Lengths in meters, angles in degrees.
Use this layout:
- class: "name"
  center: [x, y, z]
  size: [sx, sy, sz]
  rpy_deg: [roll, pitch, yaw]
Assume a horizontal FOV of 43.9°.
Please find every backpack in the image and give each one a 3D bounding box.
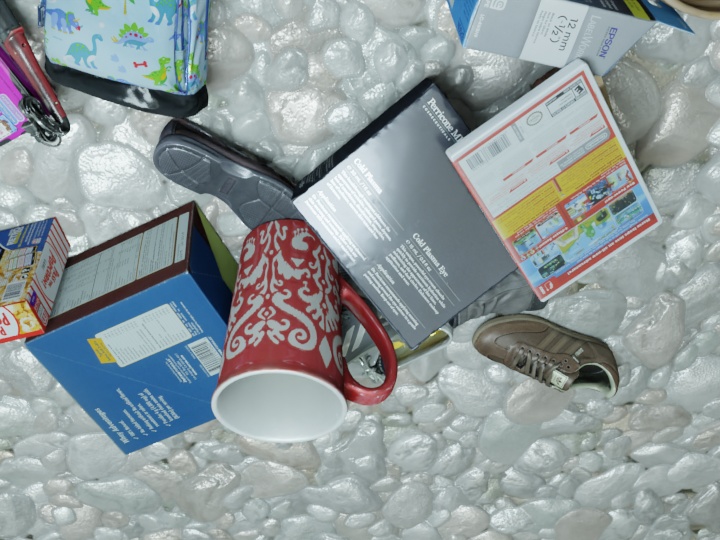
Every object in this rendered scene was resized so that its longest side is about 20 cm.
- class: "backpack"
  center: [-0.205, -0.248, 0.791]
  size: [0.162, 0.154, 0.201]
  rpy_deg: [18, 112, 0]

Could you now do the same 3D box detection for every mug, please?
- class: "mug"
  center: [-0.063, 0.066, 0.934]
  size: [0.177, 0.201, 0.133]
  rpy_deg: [30, 131, -32]

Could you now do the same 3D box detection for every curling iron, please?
- class: "curling iron"
  center: [-0.320, -0.209, 0.819]
  size: [0.025, 0.050, 0.201]
  rpy_deg: [-19, 98, 19]

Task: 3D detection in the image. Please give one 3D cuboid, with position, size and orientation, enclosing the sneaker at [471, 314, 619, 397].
- class: "sneaker"
  center: [0.240, 0.111, 1.131]
  size: [0.198, 0.076, 0.071]
  rpy_deg: [10, 125, -14]

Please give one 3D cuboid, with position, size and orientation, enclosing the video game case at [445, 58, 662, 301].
- class: "video game case"
  center: [0.185, -0.076, 0.831]
  size: [0.142, 0.017, 0.200]
  rpy_deg: [-34, 123, 7]

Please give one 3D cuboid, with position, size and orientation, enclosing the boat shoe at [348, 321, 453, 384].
- class: "boat shoe"
  center: [0.023, 0.106, 1.097]
  size: [0.200, 0.086, 0.075]
  rpy_deg: [-20, 126, 8]

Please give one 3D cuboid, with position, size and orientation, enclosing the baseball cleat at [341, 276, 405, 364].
- class: "baseball cleat"
  center: [-0.016, 0.058, 1.026]
  size: [0.199, 0.070, 0.107]
  rpy_deg: [-24, 107, -6]

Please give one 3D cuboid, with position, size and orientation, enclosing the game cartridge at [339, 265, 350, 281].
- class: "game cartridge"
  center: [0.000, 0.000, 1.050]
  size: [0.198, 0.041, 0.134]
  rpy_deg: [-3, 123, -4]

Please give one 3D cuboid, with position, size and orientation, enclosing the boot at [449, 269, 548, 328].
- class: "boot"
  center: [0.159, -0.018, 1.013]
  size: [0.131, 0.070, 0.201]
  rpy_deg: [-10, 127, -17]

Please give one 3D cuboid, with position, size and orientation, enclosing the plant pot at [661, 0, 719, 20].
- class: "plant pot"
  center: [0.318, -0.332, 0.792]
  size: [0.199, 0.093, 0.202]
  rpy_deg: [-4, 117, -8]

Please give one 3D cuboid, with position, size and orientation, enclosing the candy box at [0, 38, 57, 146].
- class: "candy box"
  center: [-0.418, -0.168, 0.865]
  size: [0.199, 0.061, 0.137]
  rpy_deg: [-24, 125, 11]

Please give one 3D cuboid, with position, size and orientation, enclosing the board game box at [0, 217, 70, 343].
- class: "board game box"
  center: [-0.423, 0.024, 0.950]
  size: [0.198, 0.152, 0.047]
  rpy_deg: [-13, 127, 5]

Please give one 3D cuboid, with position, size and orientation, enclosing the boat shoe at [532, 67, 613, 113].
- class: "boat shoe"
  center: [0.243, -0.132, 0.957]
  size: [0.070, 0.071, 0.201]
  rpy_deg: [-28, 116, 6]

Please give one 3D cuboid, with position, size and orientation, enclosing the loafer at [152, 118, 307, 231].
- class: "loafer"
  center: [-0.123, -0.098, 0.948]
  size: [0.199, 0.063, 0.072]
  rpy_deg: [29, 129, -27]

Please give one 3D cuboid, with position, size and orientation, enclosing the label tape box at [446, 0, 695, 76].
- class: "label tape box"
  center: [0.183, -0.241, 0.821]
  size: [0.198, 0.144, 0.066]
  rpy_deg: [10, 127, -13]

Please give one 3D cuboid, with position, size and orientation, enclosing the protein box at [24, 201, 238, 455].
- class: "protein box"
  center: [-0.228, 0.069, 1.013]
  size: [0.199, 0.135, 0.199]
  rpy_deg: [-23, 126, 10]

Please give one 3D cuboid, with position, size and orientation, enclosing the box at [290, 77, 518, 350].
- class: "box"
  center: [0.061, -0.060, 0.917]
  size: [0.182, 0.104, 0.200]
  rpy_deg: [-37, 102, 10]
